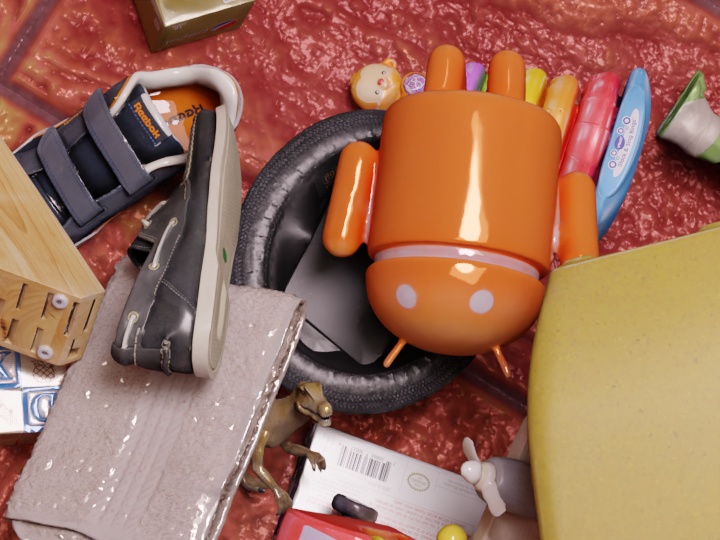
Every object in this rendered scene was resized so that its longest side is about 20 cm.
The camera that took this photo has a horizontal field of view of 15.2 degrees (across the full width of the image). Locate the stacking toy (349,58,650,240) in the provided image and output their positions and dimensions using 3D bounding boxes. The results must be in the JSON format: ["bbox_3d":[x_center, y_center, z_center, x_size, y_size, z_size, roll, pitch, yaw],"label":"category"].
[{"bbox_3d":[0.088,-0.099,1.794,0.199,0.110,0.117,18,77,3],"label":"stacking toy"}]

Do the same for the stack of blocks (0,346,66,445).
[{"bbox_3d":[-0.288,0.054,1.690,0.199,0.059,0.116,-2,80,-13],"label":"stack of blocks"}]

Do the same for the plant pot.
[{"bbox_3d":[0.192,0.081,1.559,0.193,0.195,0.201,-14,86,11],"label":"plant pot"}]

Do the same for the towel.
[{"bbox_3d":[-0.126,0.089,1.645,0.132,0.035,0.201,15,70,19],"label":"towel"}]

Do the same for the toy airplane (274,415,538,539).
[{"bbox_3d":[0.065,0.210,1.652,0.198,0.141,0.201,-21,95,-8],"label":"toy airplane"}]

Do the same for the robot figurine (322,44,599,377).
[{"bbox_3d":[0.065,-0.035,1.658,0.143,0.116,0.201,15,75,-33],"label":"robot figurine"}]

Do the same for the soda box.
[{"bbox_3d":[-0.136,-0.253,1.786,0.067,0.064,0.201,-18,82,-15],"label":"soda box"}]

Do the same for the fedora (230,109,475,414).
[{"bbox_3d":[0.000,0.000,1.747,0.199,0.092,0.202,2,79,-11],"label":"fedora"}]

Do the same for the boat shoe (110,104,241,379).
[{"bbox_3d":[-0.109,-0.023,1.644,0.067,0.072,0.201,0,52,9],"label":"boat shoe"}]

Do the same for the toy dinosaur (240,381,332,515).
[{"bbox_3d":[-0.089,0.101,1.715,0.058,0.199,0.102,-36,120,-55],"label":"toy dinosaur"}]

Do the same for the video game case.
[{"bbox_3d":[0.033,0.216,1.738,0.199,0.036,0.182,20,75,-8],"label":"video game case"}]

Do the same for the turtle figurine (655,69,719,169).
[{"bbox_3d":[0.308,-0.081,1.809,0.193,0.200,0.144,34,39,1],"label":"turtle figurine"}]

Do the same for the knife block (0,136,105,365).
[{"bbox_3d":[-0.242,-0.048,1.682,0.199,0.064,0.176,20,43,-4],"label":"knife block"}]

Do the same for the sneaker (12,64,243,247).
[{"bbox_3d":[-0.164,-0.075,1.736,0.200,0.079,0.079,-34,88,-15],"label":"sneaker"}]
